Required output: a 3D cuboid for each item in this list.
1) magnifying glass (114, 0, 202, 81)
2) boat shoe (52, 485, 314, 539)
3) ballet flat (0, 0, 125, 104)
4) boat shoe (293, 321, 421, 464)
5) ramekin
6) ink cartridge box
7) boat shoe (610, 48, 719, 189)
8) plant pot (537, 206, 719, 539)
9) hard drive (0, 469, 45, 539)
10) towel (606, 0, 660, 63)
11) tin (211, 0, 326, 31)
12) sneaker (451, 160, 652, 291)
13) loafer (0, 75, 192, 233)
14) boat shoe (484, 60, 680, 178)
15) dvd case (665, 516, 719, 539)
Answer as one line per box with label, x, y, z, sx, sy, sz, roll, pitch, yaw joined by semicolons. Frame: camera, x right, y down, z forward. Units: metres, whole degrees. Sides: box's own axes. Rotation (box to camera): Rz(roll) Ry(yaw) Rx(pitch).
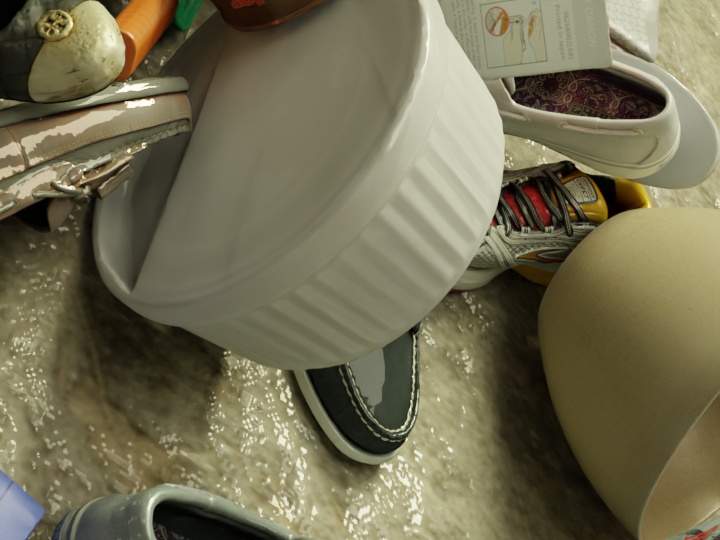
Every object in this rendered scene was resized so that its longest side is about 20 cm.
magnifying glass;-0.096;-0.141;0.748;0.022;0.080;0.200;19;29;-4
boat shoe;-0.035;0.147;0.637;0.201;0.071;0.070;33;46;-35
ballet flat;-0.186;-0.129;0.634;0.200;0.057;0.067;29;65;13
boat shoe;0.000;0.000;0.791;0.076;0.060;0.200;7;60;-42
ramekin;-0.024;-0.045;0.703;0.094;0.202;0.203;40;42;-38
ink cartridge box;0.049;-0.182;0.813;0.050;0.200;0.163;-19;104;-52
boat shoe;0.137;-0.111;0.936;0.200;0.069;0.057;31;9;20
plant pot;0.182;0.040;0.870;0.200;0.201;0.134;-12;46;-48
hard drive;-0.225;0.071;0.550;0.200;0.025;0.132;45;42;-13
towel;0.162;-0.268;1.146;0.191;0.032;0.200;37;44;-22
tin;-0.019;-0.198;0.731;0.042;0.112;0.200;45;47;-31
sneaker;0.097;-0.038;0.894;0.200;0.082;0.078;-2;67;-44
loafer;-0.159;-0.036;0.649;0.200;0.072;0.063;-18;96;-33
boat shoe;0.089;-0.110;0.872;0.200;0.069;0.072;26;72;17
dvd case;0.144;0.159;0.724;0.146;0.200;0.022;-27;86;-49
